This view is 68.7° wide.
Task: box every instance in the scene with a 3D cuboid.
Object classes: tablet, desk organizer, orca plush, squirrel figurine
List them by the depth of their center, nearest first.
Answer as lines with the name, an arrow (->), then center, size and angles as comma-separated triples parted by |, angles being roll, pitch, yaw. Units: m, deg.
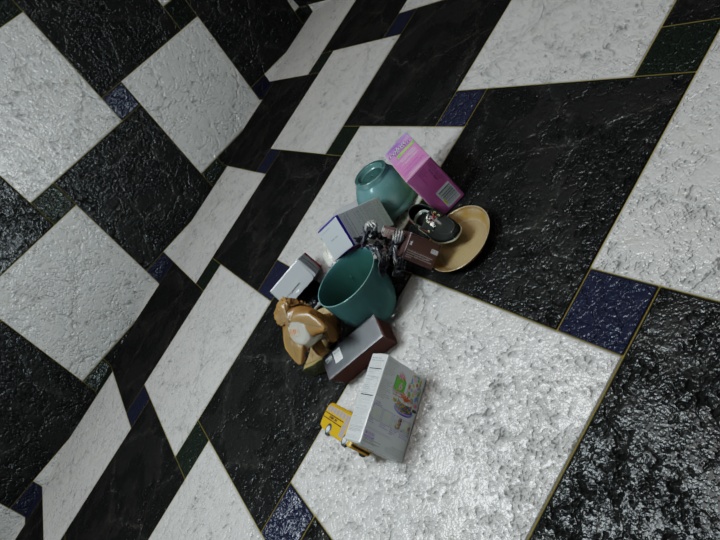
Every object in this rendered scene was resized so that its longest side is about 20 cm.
desk organizer -> -0.002, 0.216, 1.415 | 0.199, 0.076, 0.073 | -41, 51, 18
squirrel figurine -> -0.139, 0.141, 1.461 | 0.199, 0.185, 0.144 | 38, 112, 21
orca plush -> -0.178, 0.116, 1.685 | 0.106, 0.071, 0.200 | -52, 5, -30
tablet -> -0.064, -0.182, 1.839 | 0.128, 0.014, 0.202 | -22, 27, 28

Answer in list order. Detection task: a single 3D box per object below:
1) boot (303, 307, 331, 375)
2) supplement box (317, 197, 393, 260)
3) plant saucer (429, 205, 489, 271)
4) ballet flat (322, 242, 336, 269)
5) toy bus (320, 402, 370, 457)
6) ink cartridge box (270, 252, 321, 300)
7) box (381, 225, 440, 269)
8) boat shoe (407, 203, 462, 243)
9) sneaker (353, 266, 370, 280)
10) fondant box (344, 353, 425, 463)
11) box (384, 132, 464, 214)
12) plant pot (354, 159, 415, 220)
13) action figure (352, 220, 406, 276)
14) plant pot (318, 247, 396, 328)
boot -> -0.097, 0.198, 1.572 | 0.173, 0.066, 0.204 | -21, 44, 37
supplement box -> -0.011, -0.125, 1.543 | 0.199, 0.105, 0.101 | -31, -3, -43
plant saucer -> 0.264, -0.077, 1.393 | 0.198, 0.035, 0.203 | -32, 40, 30
ballet flat -> -0.097, -0.061, 1.791 | 0.071, 0.072, 0.203 | -32, 40, 28
toy bus -> -0.030, 0.388, 1.288 | 0.079, 0.064, 0.199 | -62, 20, -15
ink cartridge box -> -0.213, 0.028, 1.768 | 0.146, 0.083, 0.200 | -49, 4, 6
box -> 0.128, -0.066, 1.451 | 0.077, 0.098, 0.200 | -69, 21, 1
boat shoe -> 0.198, -0.129, 1.436 | 0.074, 0.063, 0.201 | -51, 35, -2
sneaker -> 0.000, 0.000, 1.590 | 0.199, 0.078, 0.090 | -37, 44, 24
fondant box -> 0.061, 0.314, 1.206 | 0.058, 0.143, 0.204 | -5, 57, 49
box -> 0.185, -0.281, 1.542 | 0.097, 0.175, 0.201 | -44, 34, 12
plant pot -> 0.062, -0.263, 1.681 | 0.197, 0.135, 0.203 | -27, 35, 21
action figure -> 0.056, -0.073, 1.352 | 0.201, 0.116, 0.104 | -117, 40, -50
plant pot -> 0.007, 0.067, 1.458 | 0.199, 0.161, 0.203 | -32, 31, 22
